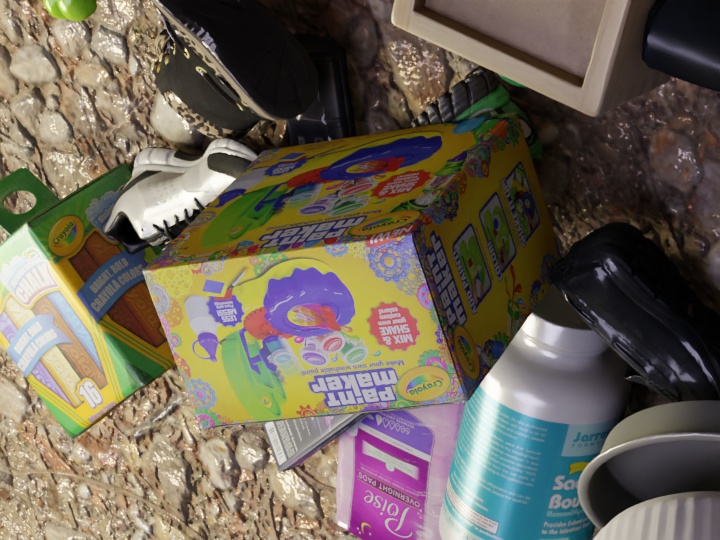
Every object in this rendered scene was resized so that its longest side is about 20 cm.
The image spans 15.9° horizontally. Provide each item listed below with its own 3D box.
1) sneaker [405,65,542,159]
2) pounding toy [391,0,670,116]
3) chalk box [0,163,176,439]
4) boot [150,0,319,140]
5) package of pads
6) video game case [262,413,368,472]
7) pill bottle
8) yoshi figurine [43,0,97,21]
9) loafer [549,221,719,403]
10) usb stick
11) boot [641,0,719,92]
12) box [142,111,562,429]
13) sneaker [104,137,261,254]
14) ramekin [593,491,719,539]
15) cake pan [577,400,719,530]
[{"bbox_3d":[0.049,-0.054,1.799,0.085,0.078,0.200,50,136,3],"label":"sneaker"},{"bbox_3d":[0.119,-0.197,1.631,0.184,0.142,0.201,27,120,24],"label":"pounding toy"},{"bbox_3d":[-0.219,0.005,2.031,0.200,0.125,0.124,54,137,-2],"label":"chalk box"},{"bbox_3d":[-0.119,-0.178,1.833,0.200,0.073,0.151,49,162,-5],"label":"boot"},{"bbox_3d":[0.044,0.122,1.915,0.120,0.076,0.201,26,130,31],"label":"package of pads"},{"bbox_3d":[-0.045,0.059,1.924,0.200,0.019,0.143,-40,67,62],"label":"video game case"},{"bbox_3d":[0.125,0.111,1.802,0.111,0.111,0.201,26,120,26],"label":"pill bottle"},{"bbox_3d":[-0.196,-0.284,1.874,0.112,0.112,0.201,-1,105,-4],"label":"yoshi figurine"},{"bbox_3d":[0.208,0.053,1.721,0.201,0.068,0.070,46,131,-13],"label":"loafer"},{"bbox_3d":[-0.024,-0.076,1.881,0.055,0.033,0.201,9,121,30],"label":"usb stick"},{"bbox_3d":[0.236,-0.098,1.532,0.168,0.200,0.077,25,147,24],"label":"boot"},{"bbox_3d":[0.000,0.000,1.696,0.199,0.193,0.122,-8,113,28],"label":"box"},{"bbox_3d":[-0.118,-0.046,1.915,0.074,0.080,0.200,42,156,-24],"label":"sneaker"},{"bbox_3d":[0.232,0.227,1.711,0.202,0.094,0.203,5,143,4],"label":"ramekin"},{"bbox_3d":[0.246,0.145,1.720,0.200,0.037,0.200,9,149,6],"label":"cake pan"}]
